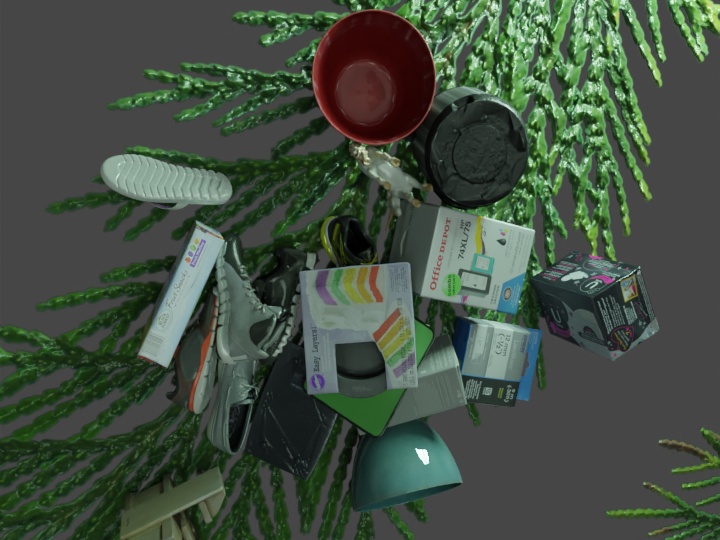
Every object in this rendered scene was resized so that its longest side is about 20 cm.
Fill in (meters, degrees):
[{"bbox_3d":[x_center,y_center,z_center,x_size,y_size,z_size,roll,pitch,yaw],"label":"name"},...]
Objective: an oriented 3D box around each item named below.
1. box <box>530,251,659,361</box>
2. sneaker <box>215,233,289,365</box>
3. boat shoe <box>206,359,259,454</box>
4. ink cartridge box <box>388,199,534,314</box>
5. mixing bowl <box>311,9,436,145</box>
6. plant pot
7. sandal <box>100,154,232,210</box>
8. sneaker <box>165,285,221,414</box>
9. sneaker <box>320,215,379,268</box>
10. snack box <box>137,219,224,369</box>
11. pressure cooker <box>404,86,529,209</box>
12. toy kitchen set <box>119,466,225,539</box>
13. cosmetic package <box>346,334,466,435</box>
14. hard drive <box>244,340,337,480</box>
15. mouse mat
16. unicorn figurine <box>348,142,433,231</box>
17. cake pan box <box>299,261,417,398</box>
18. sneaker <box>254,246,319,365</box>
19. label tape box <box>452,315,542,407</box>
[{"bbox_3d":[0.424,0.062,1.216,0.112,0.200,0.135,-27,106,-10],"label":"box"},{"bbox_3d":[-0.164,0.042,1.036,0.112,0.075,0.207,-4,82,13],"label":"sneaker"},{"bbox_3d":[-0.196,0.201,1.085,0.069,0.070,0.207,4,103,-50],"label":"boat shoe"},{"bbox_3d":[0.166,-0.024,1.138,0.194,0.145,0.152,10,95,-24],"label":"ink cartridge box"},{"bbox_3d":[0.015,-0.295,1.062,0.193,0.108,0.208,0,91,-8],"label":"mixing bowl"},{"bbox_3d":[0.068,0.329,1.160,0.194,0.201,0.139,-6,65,-17],"label":"plant pot"},{"bbox_3d":[-0.298,-0.124,1.020,0.197,0.084,0.050,8,139,-21],"label":"sandal"},{"bbox_3d":[-0.267,0.120,1.059,0.079,0.077,0.207,12,82,4],"label":"sneaker"},{"bbox_3d":[0.000,0.000,1.105,0.074,0.084,0.204,-34,98,-28],"label":"sneaker"},{"bbox_3d":[-0.272,0.030,1.005,0.052,0.142,0.205,25,91,-18],"label":"snack box"},{"bbox_3d":[0.175,-0.209,1.090,0.176,0.201,0.178,-33,110,7],"label":"pressure cooker"},{"bbox_3d":[-0.263,0.431,1.039,0.159,0.200,0.185,-23,105,-13],"label":"toy kitchen set"},{"bbox_3d":[0.075,0.194,1.132,0.194,0.108,0.092,-15,115,4],"label":"cosmetic package"},{"bbox_3d":[-0.105,0.235,1.125,0.131,0.042,0.205,22,93,2],"label":"hard drive"},{"bbox_3d":[0.012,0.146,1.077,0.158,0.008,0.204,30,90,8],"label":"mouse mat"},{"bbox_3d":[0.050,-0.142,1.068,0.074,0.137,0.201,-42,123,-8],"label":"unicorn figurine"},{"bbox_3d":[-0.002,0.095,1.048,0.178,0.052,0.207,-3,89,6],"label":"cake pan box"},{"bbox_3d":[-0.143,0.052,1.096,0.088,0.066,0.205,22,87,-17],"label":"sneaker"},{"bbox_3d":[0.264,0.176,1.252,0.194,0.066,0.148,10,95,-18],"label":"label tape box"}]
